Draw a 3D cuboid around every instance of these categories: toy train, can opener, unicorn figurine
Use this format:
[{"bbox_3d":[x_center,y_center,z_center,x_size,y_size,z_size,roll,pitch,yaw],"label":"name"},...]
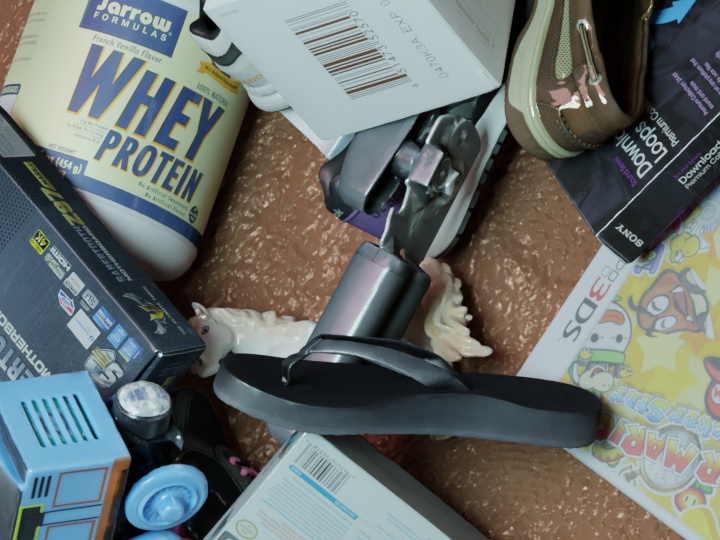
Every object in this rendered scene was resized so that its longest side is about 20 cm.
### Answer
[{"bbox_3d":[-0.154,0.140,1.257,0.087,0.114,0.200,60,144,41],"label":"toy train"},{"bbox_3d":[0.000,0.000,1.263,0.067,0.053,0.200,28,89,29],"label":"can opener"},{"bbox_3d":[-0.022,0.055,1.331,0.199,0.074,0.138,-23,57,9],"label":"unicorn figurine"}]

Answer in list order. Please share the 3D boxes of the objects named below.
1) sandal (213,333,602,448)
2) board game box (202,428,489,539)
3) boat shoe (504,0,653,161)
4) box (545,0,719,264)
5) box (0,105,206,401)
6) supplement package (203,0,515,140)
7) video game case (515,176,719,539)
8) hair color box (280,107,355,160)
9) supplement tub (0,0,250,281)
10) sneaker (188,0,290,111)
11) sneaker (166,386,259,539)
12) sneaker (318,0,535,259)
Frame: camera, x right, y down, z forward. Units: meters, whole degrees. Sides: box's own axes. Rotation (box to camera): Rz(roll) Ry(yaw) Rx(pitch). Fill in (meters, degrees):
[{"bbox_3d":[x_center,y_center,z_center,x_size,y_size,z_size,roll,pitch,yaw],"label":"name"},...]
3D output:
[{"bbox_3d":[0.024,0.054,1.194,0.076,0.199,0.043,-126,42,-70],"label":"sandal"},{"bbox_3d":[-0.031,0.192,1.218,0.200,0.147,0.064,-50,6,9],"label":"board game box"},{"bbox_3d":[0.132,-0.154,1.243,0.075,0.075,0.203,-14,60,42],"label":"boat shoe"},{"bbox_3d":[0.176,-0.116,1.245,0.200,0.036,0.143,-47,35,13],"label":"box"},{"bbox_3d":[-0.201,0.029,1.335,0.200,0.051,0.158,49,115,19],"label":"box"},{"bbox_3d":[0.012,-0.191,1.261,0.117,0.117,0.201,-15,48,32],"label":"supplement package"},{"bbox_3d":[0.188,0.040,1.199,0.200,0.023,0.182,36,94,41],"label":"video game case"},{"bbox_3d":[0.031,-0.157,1.379,0.200,0.061,0.099,-52,48,7],"label":"hair color box"},{"bbox_3d":[-0.141,-0.108,1.433,0.145,0.145,0.201,11,78,40],"label":"supplement tub"},{"bbox_3d":[-0.049,-0.196,1.369,0.074,0.080,0.201,-14,58,37],"label":"sneaker"},{"bbox_3d":[-0.058,0.146,1.315,0.095,0.079,0.201,-29,63,16],"label":"sneaker"},{"bbox_3d":[0.042,-0.111,1.300,0.201,0.087,0.076,-68,17,6],"label":"sneaker"}]
